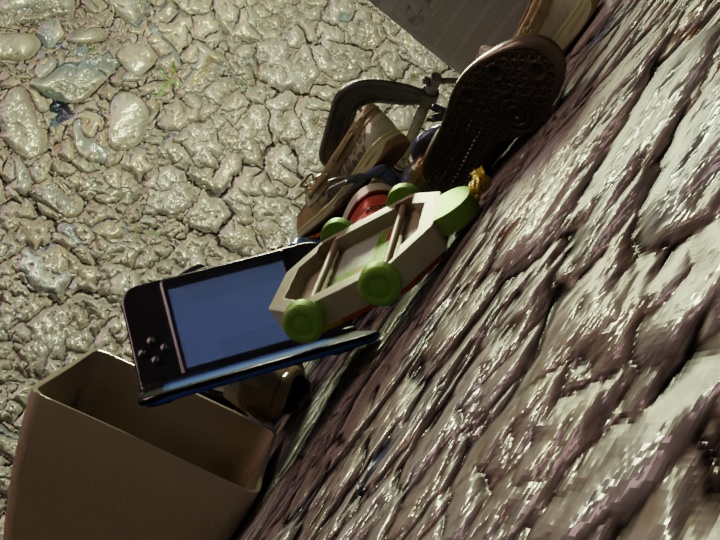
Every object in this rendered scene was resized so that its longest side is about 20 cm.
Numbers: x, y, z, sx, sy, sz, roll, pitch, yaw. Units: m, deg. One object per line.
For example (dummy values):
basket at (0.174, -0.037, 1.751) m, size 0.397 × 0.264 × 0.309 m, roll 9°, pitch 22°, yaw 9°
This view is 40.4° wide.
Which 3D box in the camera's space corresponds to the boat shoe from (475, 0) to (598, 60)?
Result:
boat shoe at (0.138, -0.189, 0.918) m, size 0.201 × 0.066 × 0.074 m, roll -54°, pitch 3°, yaw 9°

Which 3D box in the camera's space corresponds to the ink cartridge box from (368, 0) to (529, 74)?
ink cartridge box at (0.125, -0.298, 1.057) m, size 0.160 × 0.199 × 0.047 m, roll -50°, pitch 5°, yaw 47°

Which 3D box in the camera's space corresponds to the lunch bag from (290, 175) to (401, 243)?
lunch bag at (0.001, -0.079, 1.307) m, size 0.202 × 0.123 × 0.170 m, roll -61°, pitch 0°, yaw 9°

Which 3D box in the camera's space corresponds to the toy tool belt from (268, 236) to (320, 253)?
toy tool belt at (-0.053, 0.004, 1.134) m, size 0.123 × 0.125 × 0.199 m, roll -44°, pitch -13°, yaw 23°

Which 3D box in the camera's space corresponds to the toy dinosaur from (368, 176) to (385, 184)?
toy dinosaur at (0.069, -0.094, 1.165) m, size 0.101 × 0.058 × 0.199 m, roll -45°, pitch -11°, yaw 37°

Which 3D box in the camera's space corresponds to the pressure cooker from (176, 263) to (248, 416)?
pressure cooker at (-0.160, 0.098, 1.209) m, size 0.200 × 0.173 × 0.181 m, roll 111°, pitch 173°, yaw -65°

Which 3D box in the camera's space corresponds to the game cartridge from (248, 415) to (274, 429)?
game cartridge at (-0.167, 0.253, 1.066) m, size 0.134 × 0.041 × 0.201 m, roll -57°, pitch 1°, yaw 44°

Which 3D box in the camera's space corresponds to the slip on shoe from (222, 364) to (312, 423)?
slip on shoe at (-0.078, 0.119, 0.976) m, size 0.200 × 0.060 × 0.077 m, roll 60°, pitch -127°, yaw -74°

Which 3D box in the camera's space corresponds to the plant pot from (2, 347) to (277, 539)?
plant pot at (-0.206, 0.205, 0.869) m, size 0.200 × 0.198 × 0.179 m, roll -89°, pitch 25°, yaw -84°

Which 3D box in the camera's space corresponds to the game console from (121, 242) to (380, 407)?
game console at (-0.101, 0.039, 0.836) m, size 0.197 × 0.172 × 0.119 m, roll -14°, pitch -31°, yaw -12°

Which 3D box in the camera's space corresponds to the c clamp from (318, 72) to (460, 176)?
c clamp at (0.041, -0.163, 1.135) m, size 0.200 × 0.168 × 0.027 m, roll 122°, pitch 148°, yaw -55°

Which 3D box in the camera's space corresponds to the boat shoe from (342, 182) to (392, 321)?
boat shoe at (0.000, 0.000, 1.002) m, size 0.201 × 0.070 × 0.063 m, roll 114°, pitch 145°, yaw -47°

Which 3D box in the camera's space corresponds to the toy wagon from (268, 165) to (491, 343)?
toy wagon at (0.018, -0.016, 0.762) m, size 0.198 × 0.040 × 0.156 m, roll -26°, pitch 21°, yaw 22°

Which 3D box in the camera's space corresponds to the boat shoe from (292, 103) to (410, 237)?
boat shoe at (-0.019, -0.110, 1.135) m, size 0.200 × 0.063 × 0.073 m, roll -44°, pitch -11°, yaw 38°

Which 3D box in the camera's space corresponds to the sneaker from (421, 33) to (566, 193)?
sneaker at (0.108, -0.136, 0.786) m, size 0.076 × 0.070 × 0.200 m, roll -54°, pitch 3°, yaw -32°

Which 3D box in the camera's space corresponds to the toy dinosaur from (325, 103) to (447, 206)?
toy dinosaur at (0.071, -0.081, 1.050) m, size 0.198 × 0.106 × 0.182 m, roll -18°, pitch -25°, yaw -26°
